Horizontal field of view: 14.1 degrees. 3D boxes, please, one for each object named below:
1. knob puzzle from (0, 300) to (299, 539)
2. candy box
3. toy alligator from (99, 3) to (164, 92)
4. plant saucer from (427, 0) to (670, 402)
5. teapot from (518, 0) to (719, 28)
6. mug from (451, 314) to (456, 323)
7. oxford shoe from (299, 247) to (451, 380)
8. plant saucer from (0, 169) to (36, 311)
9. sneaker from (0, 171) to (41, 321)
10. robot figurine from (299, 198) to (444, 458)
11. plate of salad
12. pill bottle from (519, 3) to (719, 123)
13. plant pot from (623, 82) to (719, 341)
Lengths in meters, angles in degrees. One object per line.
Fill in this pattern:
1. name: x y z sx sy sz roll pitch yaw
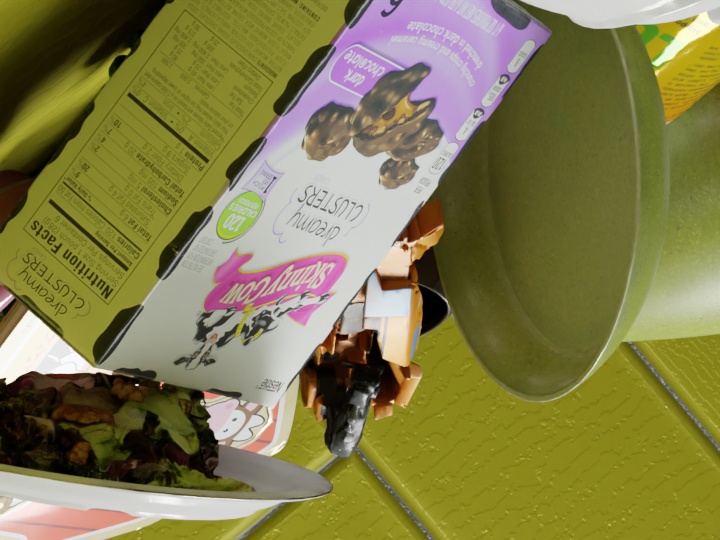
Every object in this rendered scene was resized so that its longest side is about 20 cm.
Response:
1. knob puzzle: -0.106 0.075 1.367 0.220 0.030 0.220 -20 143 -16
2. candy box: -0.033 -0.050 1.147 0.200 0.072 0.168 -53 158 8
3. toy alligator: -0.055 -0.106 1.212 0.054 0.059 0.200 26 115 -38
4. plant saucer: 0.083 -0.044 1.260 0.031 0.200 0.200 -3 160 -24
5. teapot: 0.114 -0.156 1.080 0.197 0.146 0.200 -26 -160 18
6. mug: 0.032 -0.063 1.590 0.114 0.185 0.152 -47 -152 37
7. oxford shoe: -0.029 0.026 1.520 0.200 0.073 0.084 -27 -148 32
8. plant saucer: -0.205 0.021 1.176 0.201 0.051 0.201 -41 177 -3
9. sneaker: -0.099 -0.034 1.334 0.200 0.083 0.071 -42 176 29
10. robot figurine: 0.000 0.000 1.378 0.058 0.145 0.200 -4 149 -7
11. plate of salad: -0.108 0.062 1.155 0.200 0.200 0.048 -12 112 -83
12. pill bottle: 0.128 -0.128 1.324 0.111 0.111 0.200 -37 177 -40
13. plant pot: 0.179 -0.045 1.446 0.200 0.187 0.187 -24 -177 23
